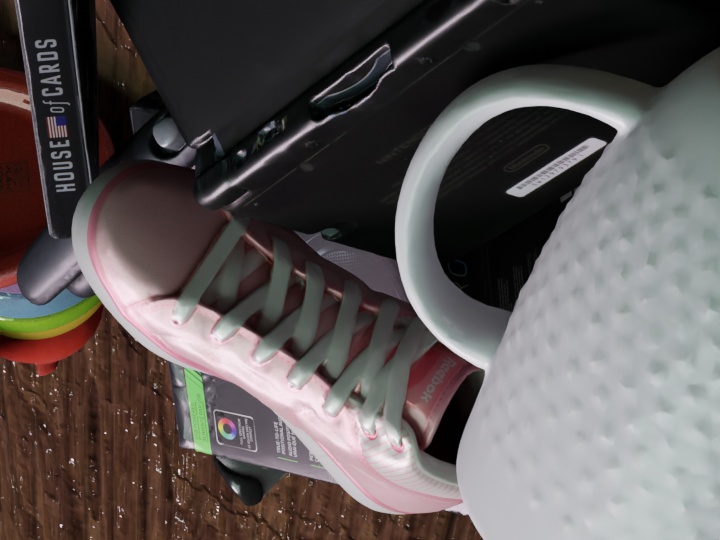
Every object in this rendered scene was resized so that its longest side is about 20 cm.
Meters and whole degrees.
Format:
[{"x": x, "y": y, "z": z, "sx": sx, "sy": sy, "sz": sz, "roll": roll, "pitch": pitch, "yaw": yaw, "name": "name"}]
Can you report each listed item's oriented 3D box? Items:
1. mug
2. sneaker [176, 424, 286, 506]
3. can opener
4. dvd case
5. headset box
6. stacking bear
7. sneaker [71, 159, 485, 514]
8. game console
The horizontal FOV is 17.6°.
[{"x": 0.105, "y": 0.008, "z": 0.781, "sx": 0.199, "sy": 0.148, "sz": 0.176, "roll": 26, "pitch": 121, "yaw": 9, "name": "mug"}, {"x": -0.014, "y": 0.077, "z": 1.186, "sx": 0.199, "sy": 0.116, "sz": 0.075, "roll": 0, "pitch": 135, "yaw": 43, "name": "sneaker"}, {"x": -0.078, "y": -0.041, "z": 0.968, "sx": 0.200, "sy": 0.063, "sz": 0.079, "roll": -33, "pitch": 66, "yaw": 32, "name": "can opener"}, {"x": -0.124, "y": -0.137, "z": 0.944, "sx": 0.025, "sy": 0.201, "sz": 0.151, "roll": -4, "pitch": 143, "yaw": -4, "name": "dvd case"}, {"x": 0.000, "y": 0.000, "z": 1.040, "sx": 0.199, "sy": 0.093, "sz": 0.175, "roll": 11, "pitch": 118, "yaw": 34, "name": "headset box"}, {"x": -0.179, "y": -0.011, "z": 1.236, "sx": 0.113, "sy": 0.122, "sz": 0.200, "roll": -5, "pitch": 157, "yaw": -5, "name": "stacking bear"}, {"x": -0.014, "y": 0.023, "z": 0.903, "sx": 0.200, "sy": 0.075, "sz": 0.105, "roll": 42, "pitch": 157, "yaw": -20, "name": "sneaker"}, {"x": 0.018, "y": -0.104, "z": 0.838, "sx": 0.175, "sy": 0.117, "sz": 0.200, "roll": 16, "pitch": 149, "yaw": -33, "name": "game console"}]
